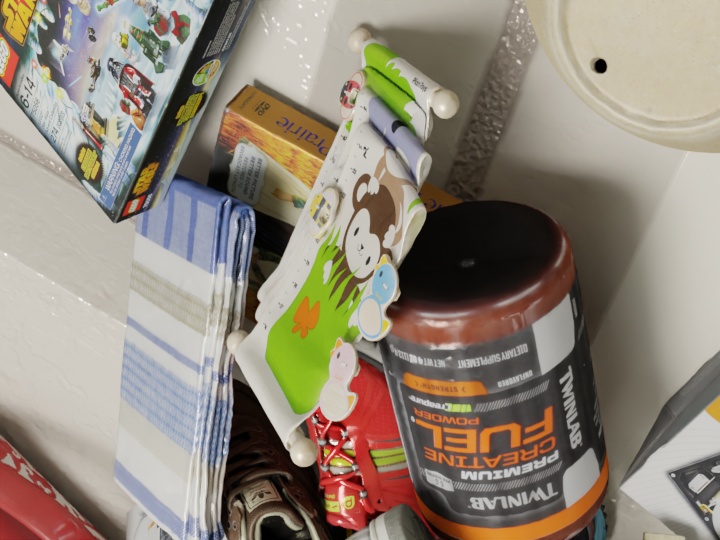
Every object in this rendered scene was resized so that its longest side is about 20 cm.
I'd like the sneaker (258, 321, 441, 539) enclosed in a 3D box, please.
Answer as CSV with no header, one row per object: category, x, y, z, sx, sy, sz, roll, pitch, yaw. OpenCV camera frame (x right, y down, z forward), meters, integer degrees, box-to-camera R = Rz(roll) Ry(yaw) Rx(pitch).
sneaker,0.001,0.100,0.959,0.077,0.085,0.200,5,146,43

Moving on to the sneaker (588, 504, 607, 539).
sneaker,0.078,0.191,1.023,0.079,0.096,0.201,34,135,5

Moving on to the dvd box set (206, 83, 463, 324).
dvd box set,0.000,0.000,0.974,0.199,0.029,0.147,30,136,10

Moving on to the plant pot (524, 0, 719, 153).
plant pot,0.145,-0.127,0.712,0.199,0.135,0.202,18,131,21

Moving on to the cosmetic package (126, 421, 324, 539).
cosmetic package,-0.089,0.190,1.094,0.051,0.152,0.200,15,143,-29

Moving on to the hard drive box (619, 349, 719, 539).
hard drive box,0.257,0.111,0.859,0.199,0.077,0.156,38,136,3

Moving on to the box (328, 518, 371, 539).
box,-0.028,0.239,1.061,0.049,0.202,0.160,17,145,-27

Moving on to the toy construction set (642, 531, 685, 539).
toy construction set,0.139,0.207,0.931,0.200,0.130,0.093,84,169,-70

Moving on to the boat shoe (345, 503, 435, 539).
boat shoe,0.029,0.195,0.919,0.064,0.075,0.202,-22,142,5

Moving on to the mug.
mug,-0.249,0.184,1.225,0.177,0.133,0.200,-41,92,27

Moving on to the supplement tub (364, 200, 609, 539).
supplement tub,0.071,0.072,0.884,0.106,0.107,0.201,6,127,30

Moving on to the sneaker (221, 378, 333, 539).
sneaker,-0.050,0.131,0.973,0.076,0.070,0.201,89,155,-58

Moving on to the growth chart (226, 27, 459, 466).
growth chart,-0.009,-0.014,0.851,0.018,0.145,0.201,20,98,-28

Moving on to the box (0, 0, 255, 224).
box,-0.131,-0.140,0.923,0.137,0.040,0.201,49,137,17

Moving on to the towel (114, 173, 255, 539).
towel,-0.103,0.047,0.983,0.147,0.024,0.202,21,107,61
